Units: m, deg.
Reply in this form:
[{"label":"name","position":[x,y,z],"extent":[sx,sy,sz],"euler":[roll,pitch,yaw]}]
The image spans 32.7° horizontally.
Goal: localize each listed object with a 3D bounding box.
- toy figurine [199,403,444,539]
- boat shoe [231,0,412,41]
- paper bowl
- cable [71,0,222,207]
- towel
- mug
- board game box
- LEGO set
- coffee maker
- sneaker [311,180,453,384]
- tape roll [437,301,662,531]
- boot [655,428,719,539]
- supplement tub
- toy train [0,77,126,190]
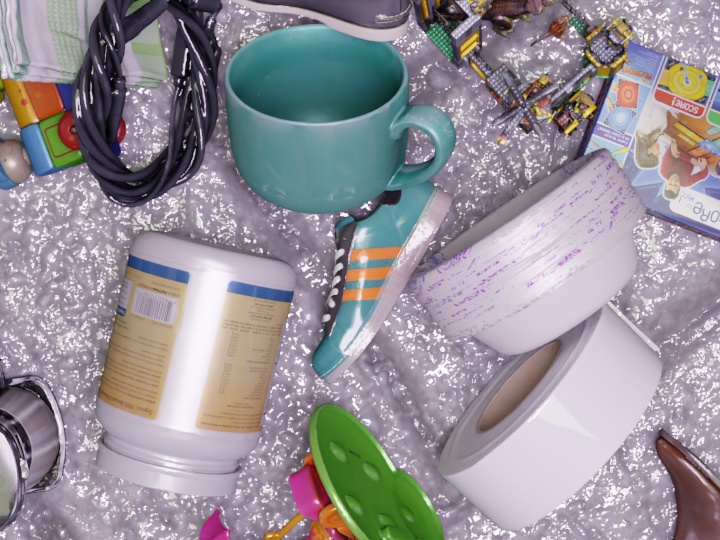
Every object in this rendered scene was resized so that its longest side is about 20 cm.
[{"label":"toy figurine","position":[-0.052,0.234,1.072],"extent":[0.184,0.200,0.151],"euler":[-33,50,17]},{"label":"boat shoe","position":[-0.048,-0.255,1.047],"extent":[0.199,0.073,0.063],"euler":[20,134,15]},{"label":"paper bowl","position":[0.148,-0.007,1.025],"extent":[0.200,0.201,0.105],"euler":[-36,92,-1]},{"label":"cable","position":[-0.176,-0.150,1.028],"extent":[0.051,0.163,0.201],"euler":[17,92,24]},{"label":"towel","position":[-0.227,-0.227,1.005],"extent":[0.031,0.200,0.150],"euler":[-3,94,29]},{"label":"mug","position":[-0.027,-0.110,1.025],"extent":[0.152,0.185,0.115],"euler":[-21,136,-21]},{"label":"board game box","position":[0.304,-0.107,1.111],"extent":[0.199,0.034,0.136],"euler":[22,91,-3]},{"label":"LEGO set","position":[0.135,-0.213,1.043],"extent":[0.153,0.116,0.200],"euler":[-33,82,2]},{"label":"coffee maker","position":[-0.349,0.167,1.005],"extent":[0.192,0.200,0.135],"euler":[-32,93,-1]},{"label":"sneaker","position":[0.000,0.000,1.086],"extent":[0.080,0.071,0.200],"euler":[31,82,-3]},{"label":"tape roll","position":[0.157,0.118,1.031],"extent":[0.071,0.202,0.203],"euler":[42,90,-3]},{"label":"boot","position":[0.261,0.270,1.116],"extent":[0.200,0.064,0.187],"euler":[-38,91,4]},{"label":"supplement tub","position":[-0.142,0.076,1.040],"extent":[0.144,0.145,0.201],"euler":[13,91,-3]},{"label":"toy train","position":[-0.293,-0.176,1.061],"extent":[0.115,0.085,0.201],"euler":[-20,93,11]}]
